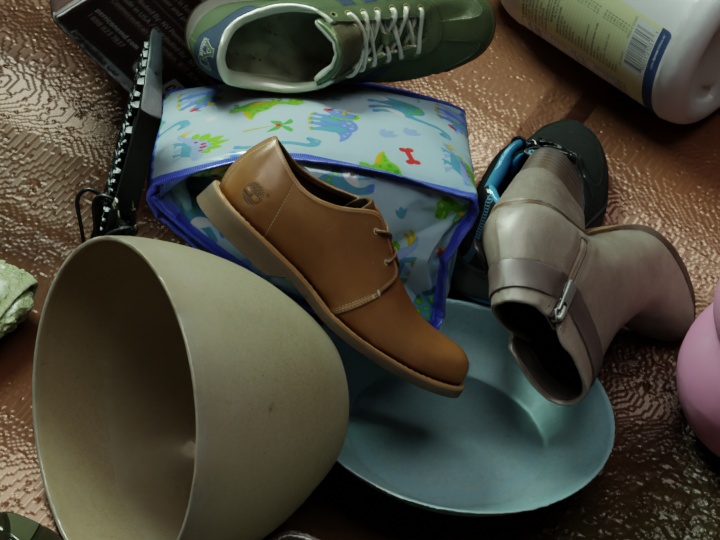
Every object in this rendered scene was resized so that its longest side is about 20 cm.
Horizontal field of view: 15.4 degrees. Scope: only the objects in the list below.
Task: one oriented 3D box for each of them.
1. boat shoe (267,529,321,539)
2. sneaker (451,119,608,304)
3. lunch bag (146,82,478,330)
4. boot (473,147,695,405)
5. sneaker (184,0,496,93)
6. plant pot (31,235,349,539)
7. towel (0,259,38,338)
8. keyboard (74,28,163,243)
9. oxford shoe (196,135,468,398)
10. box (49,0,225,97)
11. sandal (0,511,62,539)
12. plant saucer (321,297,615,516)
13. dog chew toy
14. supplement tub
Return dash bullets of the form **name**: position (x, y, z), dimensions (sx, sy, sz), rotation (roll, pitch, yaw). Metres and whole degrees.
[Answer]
- **boat shoe**: position (0.022, 0.201, 1.515), dimensions (0.200, 0.072, 0.072), rotation (32, 49, 19)
- **sneaker**: position (0.122, -0.055, 1.759), dimensions (0.073, 0.082, 0.200), rotation (17, 35, 12)
- **lunch bag**: position (-0.036, -0.051, 1.673), dimensions (0.199, 0.128, 0.170), rotation (16, 20, -8)
- **boot**: position (0.139, 0.024, 1.652), dimensions (0.200, 0.070, 0.146), rotation (45, 39, -29)
- **sneaker**: position (-0.009, -0.141, 1.677), dimensions (0.200, 0.067, 0.090), rotation (-3, 17, -5)
- **plant pot**: position (-0.086, 0.077, 1.541), dimensions (0.134, 0.201, 0.200), rotation (-3, 46, -33)
- **towel**: position (-0.308, 0.037, 1.632), dimensions (0.148, 0.037, 0.200), rotation (29, 49, 17)
- **keyboard**: position (-0.156, -0.047, 1.624), dimensions (0.040, 0.200, 0.104), rotation (7, 45, -12)
- **oxford shoe**: position (0.000, 0.000, 1.567), dimensions (0.200, 0.071, 0.071), rotation (42, 8, -19)
- **box**: position (-0.107, -0.229, 1.791), dimensions (0.164, 0.166, 0.200), rotation (-30, 46, 17)
- **sandal**: position (-0.234, 0.203, 1.484), dimensions (0.082, 0.055, 0.200), rotation (29, 34, 8)
- **plant saucer**: position (0.055, 0.092, 1.636), dimensions (0.200, 0.039, 0.201), rotation (8, 38, -6)
- **dog chew toy**: position (0.266, 0.033, 1.631), dimensions (0.124, 0.200, 0.125), rotation (5, 46, -5)
- **supplement tub**: position (0.188, -0.211, 1.885), dimensions (0.200, 0.145, 0.145), rotation (37, 51, 22)
